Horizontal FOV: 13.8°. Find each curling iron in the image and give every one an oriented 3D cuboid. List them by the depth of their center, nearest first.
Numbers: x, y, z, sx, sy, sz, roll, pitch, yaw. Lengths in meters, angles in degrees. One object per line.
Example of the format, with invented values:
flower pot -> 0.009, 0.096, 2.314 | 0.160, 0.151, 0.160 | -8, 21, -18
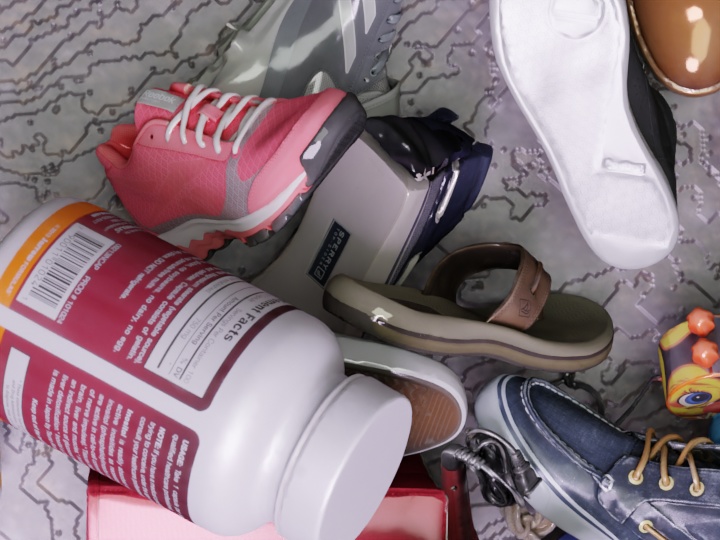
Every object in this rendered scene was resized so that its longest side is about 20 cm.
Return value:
curling iron -> 0.059, 0.149, 1.530 | 0.049, 0.201, 0.026 | 26, 53, 17

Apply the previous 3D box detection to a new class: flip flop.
flip flop -> 0.061, 0.013, 1.510 | 0.199, 0.081, 0.058 | 9, 97, -45

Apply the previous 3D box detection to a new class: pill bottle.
pill bottle -> -0.082, 0.054, 1.397 | 0.199, 0.113, 0.113 | 27, 94, 18

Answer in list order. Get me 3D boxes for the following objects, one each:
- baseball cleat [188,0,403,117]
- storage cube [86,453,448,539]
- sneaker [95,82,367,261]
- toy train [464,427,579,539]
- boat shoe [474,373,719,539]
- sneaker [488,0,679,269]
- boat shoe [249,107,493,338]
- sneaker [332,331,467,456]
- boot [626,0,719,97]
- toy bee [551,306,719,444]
baseball cleat -> 0.002, -0.134, 1.554 | 0.106, 0.070, 0.200 | 41, 99, -16
storage cube -> -0.053, 0.185, 1.520 | 0.179, 0.171, 0.201 | 0, 95, -4
sneaker -> -0.074, -0.059, 1.485 | 0.087, 0.200, 0.074 | 46, 58, -13
toy train -> 0.119, 0.177, 1.540 | 0.085, 0.116, 0.200 | -37, 109, 0
boat shoe -> 0.156, 0.107, 1.507 | 0.200, 0.071, 0.091 | 42, 124, -8
sneaker -> 0.114, -0.107, 1.531 | 0.070, 0.099, 0.201 | -17, 112, 10
boat shoe -> 0.000, 0.000, 1.556 | 0.075, 0.093, 0.200 | 46, 124, 19
sneaker -> -0.039, 0.040, 1.496 | 0.199, 0.085, 0.073 | 6, 131, 12
boot -> 0.179, -0.186, 1.505 | 0.073, 0.155, 0.201 | 0, 95, -3
toy bee -> 0.199, 0.059, 1.542 | 0.199, 0.109, 0.131 | -25, 67, -11
